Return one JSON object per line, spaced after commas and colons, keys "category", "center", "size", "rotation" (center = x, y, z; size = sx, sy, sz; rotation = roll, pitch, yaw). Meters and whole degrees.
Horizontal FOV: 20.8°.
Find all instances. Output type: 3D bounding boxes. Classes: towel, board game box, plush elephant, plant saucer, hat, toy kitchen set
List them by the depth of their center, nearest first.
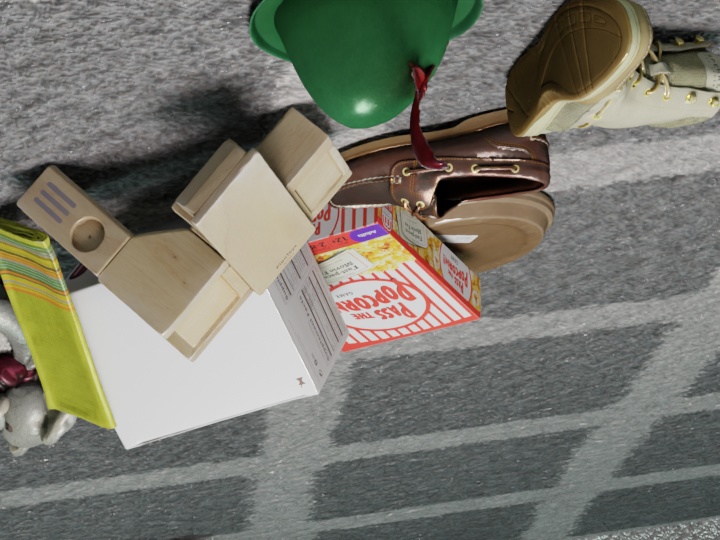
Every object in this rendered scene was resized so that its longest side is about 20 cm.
{"category": "hat", "center": [0.012, -0.103, 1.342], "size": [0.164, 0.178, 0.200], "rotation": [-17, 161, 23]}
{"category": "toy kitchen set", "center": [-0.147, -0.076, 1.528], "size": [0.200, 0.180, 0.163], "rotation": [-49, 158, -6]}
{"category": "towel", "center": [-0.265, 0.046, 1.664], "size": [0.086, 0.202, 0.018], "rotation": [18, -136, 41]}
{"category": "board game box", "center": [0.000, 0.000, 1.787], "size": [0.150, 0.047, 0.200], "rotation": [-15, 147, 27]}
{"category": "plush elephant", "center": [-0.332, 0.098, 1.818], "size": [0.198, 0.157, 0.165], "rotation": [0, 160, -26]}
{"category": "plant saucer", "center": [0.087, -0.031, 1.847], "size": [0.198, 0.030, 0.200], "rotation": [-8, 162, -3]}

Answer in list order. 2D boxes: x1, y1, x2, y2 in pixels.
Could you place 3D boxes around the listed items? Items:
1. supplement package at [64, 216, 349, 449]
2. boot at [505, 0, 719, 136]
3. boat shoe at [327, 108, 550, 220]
{"category": "supplement package", "center": [-0.138, 0.040, 1.696], "size": [0.198, 0.157, 0.111], "rotation": [-17, -159, 22]}
{"category": "boot", "center": [0.211, -0.152, 1.471], "size": [0.153, 0.073, 0.200], "rotation": [-2, 166, -19]}
{"category": "boat shoe", "center": [0.060, -0.078, 1.625], "size": [0.198, 0.071, 0.070], "rotation": [-14, 163, 18]}
